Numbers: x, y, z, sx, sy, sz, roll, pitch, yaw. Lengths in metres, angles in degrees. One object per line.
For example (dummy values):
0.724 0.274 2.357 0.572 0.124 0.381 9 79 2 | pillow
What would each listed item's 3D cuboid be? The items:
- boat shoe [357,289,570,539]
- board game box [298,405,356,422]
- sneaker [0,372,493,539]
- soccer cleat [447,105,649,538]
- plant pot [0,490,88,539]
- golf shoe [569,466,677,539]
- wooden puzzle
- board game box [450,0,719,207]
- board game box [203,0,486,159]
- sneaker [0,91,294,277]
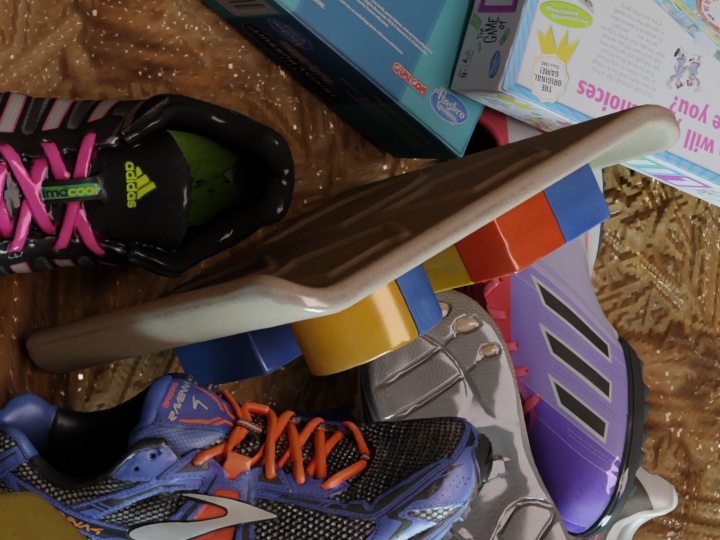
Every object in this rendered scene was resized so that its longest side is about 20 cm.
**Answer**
0.044 0.102 1.024 0.074 0.073 0.200 -10 96 -8 | boat shoe
-0.003 0.188 0.977 0.062 0.200 0.200 -11 116 -6 | board game box
-0.051 0.075 0.904 0.075 0.200 0.078 -71 149 -59 | sneaker
0.069 0.017 1.055 0.073 0.068 0.200 13 56 -30 | soccer cleat
-0.152 0.185 0.815 0.195 0.194 0.200 -8 73 -26 | plant pot
0.077 0.171 1.075 0.077 0.088 0.200 32 69 -80 | golf shoe
0.000 0.000 0.946 0.200 0.185 0.046 -25 97 -36 | wooden puzzle
0.140 -0.109 1.085 0.200 0.034 0.135 21 82 -36 | board game box
0.020 -0.170 1.045 0.151 0.047 0.200 38 68 -35 | board game box
-0.105 -0.032 0.920 0.200 0.087 0.074 -7 97 -40 | sneaker
